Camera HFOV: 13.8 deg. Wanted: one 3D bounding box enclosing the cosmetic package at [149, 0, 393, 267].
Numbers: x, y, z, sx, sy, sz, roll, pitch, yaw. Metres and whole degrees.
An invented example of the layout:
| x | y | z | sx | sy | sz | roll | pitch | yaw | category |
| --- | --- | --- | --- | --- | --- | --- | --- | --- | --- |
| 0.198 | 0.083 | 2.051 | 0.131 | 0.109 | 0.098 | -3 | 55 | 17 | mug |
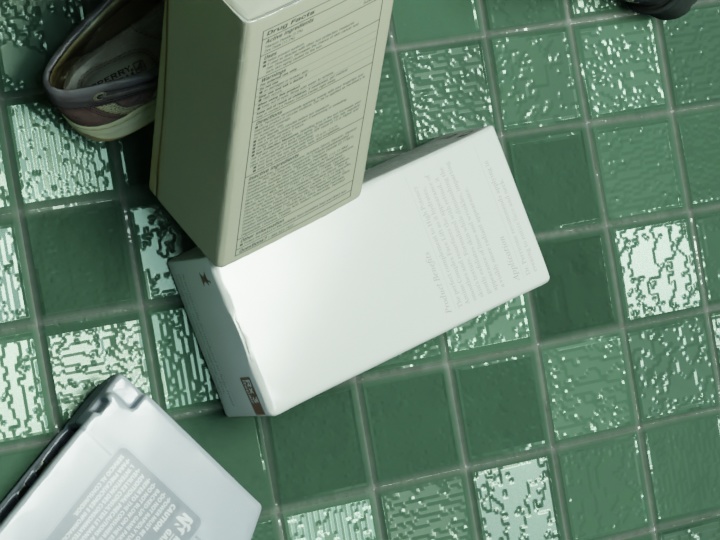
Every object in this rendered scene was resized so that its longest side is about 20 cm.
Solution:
| x | y | z | sx | sy | sz | roll | pitch | yaw | category |
| --- | --- | --- | --- | --- | --- | --- | --- | --- | --- |
| -0.048 | -0.104 | 1.577 | 0.103 | 0.200 | 0.073 | -27 | 59 | -27 | cosmetic package |

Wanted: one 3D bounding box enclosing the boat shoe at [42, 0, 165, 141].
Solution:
| x | y | z | sx | sy | sz | roll | pitch | yaw | category |
| --- | --- | --- | --- | --- | --- | --- | --- | --- | --- |
| -0.088 | -0.144 | 1.622 | 0.200 | 0.065 | 0.072 | -34 | 76 | 8 | boat shoe |

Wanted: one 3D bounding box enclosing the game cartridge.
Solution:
| x | y | z | sx | sy | sz | roll | pitch | yaw | category |
| --- | --- | --- | --- | --- | --- | --- | --- | --- | --- |
| -0.150 | 0.174 | 1.636 | 0.133 | 0.040 | 0.200 | 44 | 69 | -14 | game cartridge |

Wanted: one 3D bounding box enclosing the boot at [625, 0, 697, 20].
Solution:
| x | y | z | sx | sy | sz | roll | pitch | yaw | category |
| --- | --- | --- | --- | --- | --- | --- | --- | --- | --- |
| 0.153 | -0.252 | 1.768 | 0.162 | 0.073 | 0.199 | 17 | 84 | -47 | boot |

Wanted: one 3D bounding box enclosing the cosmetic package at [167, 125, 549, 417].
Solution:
| x | y | z | sx | sy | sz | roll | pitch | yaw | category |
| --- | --- | --- | --- | --- | --- | --- | --- | --- | --- |
| 0.000 | 0.000 | 1.702 | 0.199 | 0.074 | 0.102 | -24 | 97 | -24 | cosmetic package |
